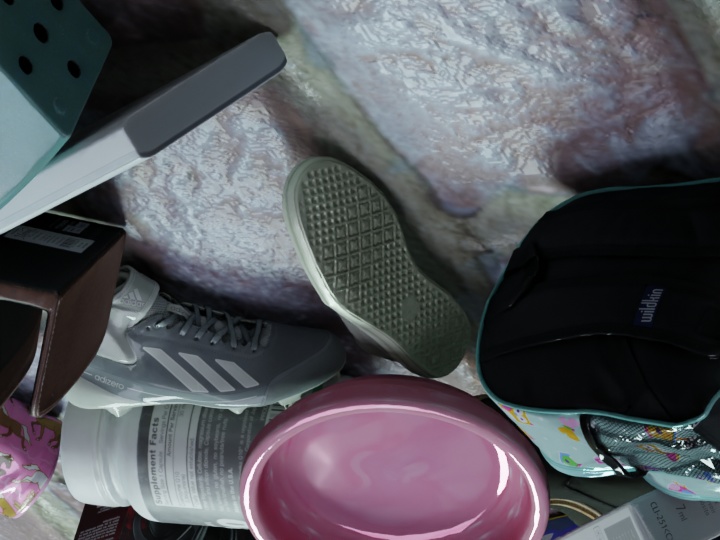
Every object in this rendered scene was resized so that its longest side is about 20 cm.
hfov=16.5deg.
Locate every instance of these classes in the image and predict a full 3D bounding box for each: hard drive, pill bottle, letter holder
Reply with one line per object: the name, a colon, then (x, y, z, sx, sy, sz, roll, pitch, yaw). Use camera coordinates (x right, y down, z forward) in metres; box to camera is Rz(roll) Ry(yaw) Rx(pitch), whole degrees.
hard drive: (-0.147, -0.071, 1.429, 0.200, 0.132, 0.027, -23, 101, 46)
pill bottle: (-0.100, 0.123, 1.744, 0.200, 0.113, 0.113, 3, 148, 20)
letter holder: (-0.224, 0.050, 1.548, 0.100, 0.142, 0.200, 12, -167, 4)

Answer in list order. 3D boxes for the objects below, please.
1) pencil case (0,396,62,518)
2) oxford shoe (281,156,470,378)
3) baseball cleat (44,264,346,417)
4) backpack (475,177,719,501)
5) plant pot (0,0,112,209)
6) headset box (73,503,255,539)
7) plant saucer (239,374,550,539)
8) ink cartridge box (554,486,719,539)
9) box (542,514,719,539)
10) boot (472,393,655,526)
pencil case: (-0.319, 0.113, 1.854, 0.200, 0.083, 0.087, 27, 147, -23)
oxford shoe: (0.000, 0.000, 1.543, 0.058, 0.075, 0.200, 21, 160, 42)
baseball cleat: (-0.114, 0.046, 1.664, 0.200, 0.070, 0.107, -8, 121, 8)
backpack: (0.173, 0.041, 1.424, 0.200, 0.176, 0.153, 4, 151, 37)
plant pot: (-0.250, -0.099, 1.397, 0.200, 0.141, 0.141, -22, 123, 33)
headset box: (-0.140, 0.232, 1.858, 0.149, 0.200, 0.077, 32, 146, -26)
plant saucer: (0.023, 0.135, 1.610, 0.200, 0.051, 0.201, 3, 136, 3)
ink cartridge box: (0.220, 0.147, 1.567, 0.176, 0.045, 0.200, -21, 171, -18)
box: (0.191, 0.213, 1.811, 0.064, 0.070, 0.200, 35, 144, -30)
boot: (0.174, 0.116, 1.668, 0.138, 0.078, 0.200, -22, 146, 39)
